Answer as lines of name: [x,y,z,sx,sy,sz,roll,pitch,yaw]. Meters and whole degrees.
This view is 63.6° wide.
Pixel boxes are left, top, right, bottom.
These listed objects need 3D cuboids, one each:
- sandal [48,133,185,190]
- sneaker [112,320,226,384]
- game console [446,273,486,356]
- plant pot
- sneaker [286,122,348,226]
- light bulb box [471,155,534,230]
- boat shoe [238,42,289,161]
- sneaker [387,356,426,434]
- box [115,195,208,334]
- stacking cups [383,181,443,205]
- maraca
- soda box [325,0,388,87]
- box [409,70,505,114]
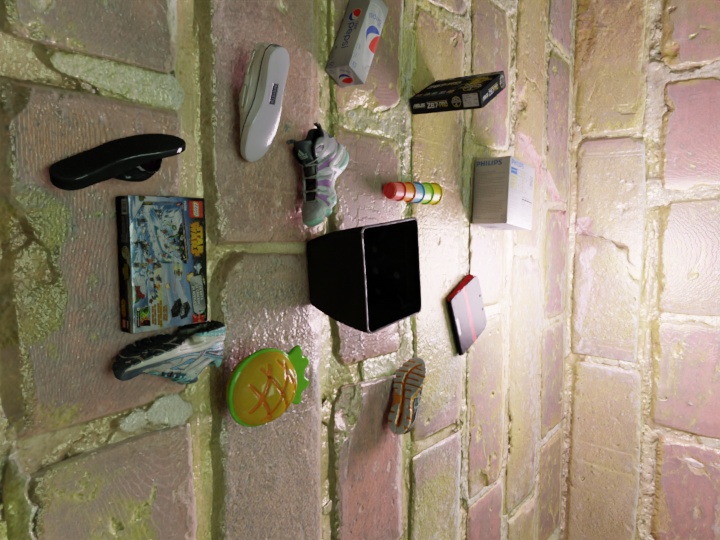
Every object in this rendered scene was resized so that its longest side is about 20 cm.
sandal: [-0.342,-0.151,0.830,0.199,0.075,0.049,-32,143,-39]
sneaker: [-0.287,0.144,0.908,0.199,0.077,0.088,-17,110,-51]
game console: [0.322,0.130,1.761,0.176,0.031,0.203,-38,121,-40]
plant pot: [0.000,0.000,1.195,0.199,0.175,0.203,-15,105,-50]
sneaker: [-0.102,-0.198,1.137,0.140,0.077,0.203,44,49,-43]
light bulb box: [0.449,-0.236,1.818,0.197,0.123,0.204,5,87,-52]
boat shoe: [-0.183,-0.297,1.021,0.072,0.065,0.203,-15,125,-55]
sneaker: [0.121,0.319,1.474,0.077,0.077,0.203,50,57,-58]
box: [-0.304,-0.013,0.901,0.136,0.039,0.204,-5,97,-52]
stacking cups: [0.134,-0.194,1.453,0.199,0.060,0.062,-8,99,-53]
maraca: [-0.161,0.206,1.052,0.199,0.106,0.140,-10,107,-52]
soda box: [-0.006,-0.495,1.241,0.063,0.067,0.203,37,63,-48]
box: [0.247,-0.449,1.472,0.161,0.198,0.050,-42,126,-42]
